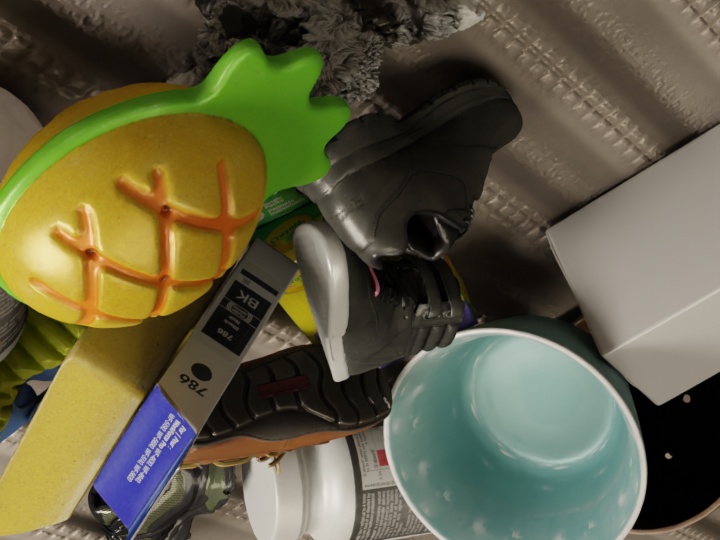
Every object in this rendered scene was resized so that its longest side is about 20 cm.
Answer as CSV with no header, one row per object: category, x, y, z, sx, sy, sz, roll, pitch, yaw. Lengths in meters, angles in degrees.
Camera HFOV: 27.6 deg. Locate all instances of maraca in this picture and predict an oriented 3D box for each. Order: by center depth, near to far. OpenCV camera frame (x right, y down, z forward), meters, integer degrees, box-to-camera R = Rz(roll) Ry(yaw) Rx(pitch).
maraca,-0.097,-0.043,0.739,0.199,0.108,0.137,-31,149,2

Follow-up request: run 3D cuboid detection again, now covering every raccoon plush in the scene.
raccoon plush,-0.029,-0.097,0.848,0.198,0.098,0.134,-3,150,-23

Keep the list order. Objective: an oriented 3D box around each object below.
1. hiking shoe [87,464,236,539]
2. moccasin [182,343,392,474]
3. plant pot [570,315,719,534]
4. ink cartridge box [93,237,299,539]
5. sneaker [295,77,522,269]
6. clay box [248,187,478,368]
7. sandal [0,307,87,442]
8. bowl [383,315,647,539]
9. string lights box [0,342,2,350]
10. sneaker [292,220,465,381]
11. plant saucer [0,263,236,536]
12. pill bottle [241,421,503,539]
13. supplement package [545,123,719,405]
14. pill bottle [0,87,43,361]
hiking shoe,-0.186,0.198,1.198,0.100,0.076,0.201,18,122,-31
moccasin,-0.064,0.102,1.024,0.200,0.074,0.078,-15,164,-38
plant pot,0.264,0.131,1.247,0.186,0.188,0.200,-32,157,17
ink cartridge box,-0.101,0.072,0.863,0.039,0.201,0.100,33,126,-4
sneaker,0.041,-0.055,0.893,0.199,0.091,0.076,-27,172,-45
clay box,0.000,0.000,1.027,0.114,0.048,0.200,-25,146,8
sandal,-0.217,0.049,0.976,0.200,0.080,0.087,-45,167,26
bowl,0.127,0.114,1.100,0.201,0.201,0.105,-45,-179,33
string lights box,-0.287,0.101,0.798,0.102,0.059,0.201,29,117,-13
sneaker,0.015,0.008,0.935,0.098,0.071,0.200,-19,158,-4
plant saucer,-0.149,0.061,0.916,0.048,0.200,0.200,34,130,-3
pill bottle,0.010,0.163,1.195,0.198,0.117,0.117,-4,143,-22
supplement package,0.260,-0.013,1.074,0.199,0.121,0.121,-32,145,16
pill bottle,-0.242,-0.006,0.841,0.109,0.112,0.201,-3,142,-22
